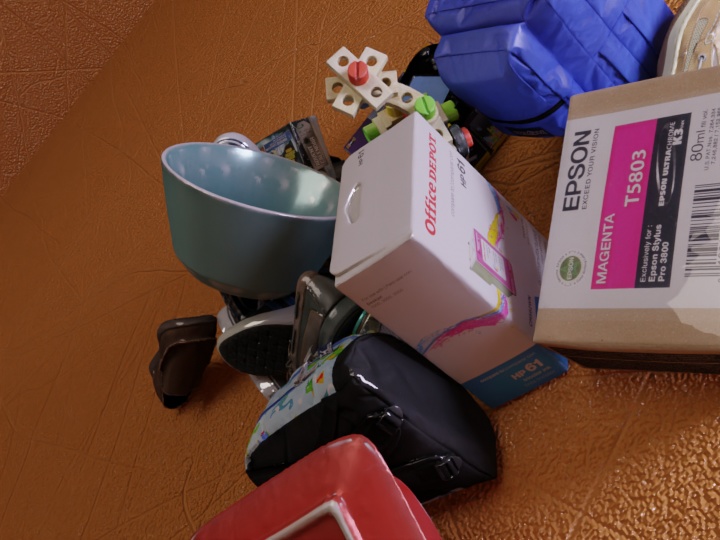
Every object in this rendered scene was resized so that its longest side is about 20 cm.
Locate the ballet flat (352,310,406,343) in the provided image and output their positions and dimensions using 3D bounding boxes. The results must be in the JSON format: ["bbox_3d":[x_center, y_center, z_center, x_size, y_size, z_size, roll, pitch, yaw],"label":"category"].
[{"bbox_3d":[0.061,0.027,0.864,0.072,0.073,0.200,-27,12,37],"label":"ballet flat"}]

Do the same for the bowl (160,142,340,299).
[{"bbox_3d":[-0.107,-0.043,0.917,0.201,0.198,0.106,-128,49,-59],"label":"bowl"}]

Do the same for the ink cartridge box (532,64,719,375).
[{"bbox_3d":[0.218,-0.033,0.655,0.163,0.075,0.203,-4,71,47],"label":"ink cartridge box"}]

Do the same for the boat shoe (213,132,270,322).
[{"bbox_3d":[-0.128,-0.045,1.026,0.070,0.203,0.091,-7,24,15],"label":"boat shoe"}]

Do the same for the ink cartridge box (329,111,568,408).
[{"bbox_3d":[0.075,-0.006,0.753,0.084,0.199,0.146,-32,36,32],"label":"ink cartridge box"}]

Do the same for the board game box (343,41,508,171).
[{"bbox_3d":[0.078,-0.161,1.050,0.166,0.057,0.200,-50,30,5],"label":"board game box"}]

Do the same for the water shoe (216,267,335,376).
[{"bbox_3d":[-0.055,0.047,0.958,0.198,0.072,0.079,-21,29,20],"label":"water shoe"}]

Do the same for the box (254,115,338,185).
[{"bbox_3d":[-0.091,-0.084,1.086,0.040,0.139,0.199,-21,2,-33],"label":"box"}]

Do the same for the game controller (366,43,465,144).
[{"bbox_3d":[0.059,-0.154,0.975,0.104,0.042,0.202,7,67,55],"label":"game controller"}]

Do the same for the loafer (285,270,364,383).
[{"bbox_3d":[-0.039,0.069,0.880,0.072,0.063,0.201,-39,-19,-31],"label":"loafer"}]

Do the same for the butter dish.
[{"bbox_3d":[0.002,0.235,0.680,0.199,0.147,0.202,-36,76,26],"label":"butter dish"}]

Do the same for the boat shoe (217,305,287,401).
[{"bbox_3d":[-0.105,0.081,1.051,0.066,0.070,0.200,-44,31,1],"label":"boat shoe"}]

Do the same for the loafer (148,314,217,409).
[{"bbox_3d":[-0.211,0.114,1.132,0.200,0.072,0.072,122,136,-58],"label":"loafer"}]

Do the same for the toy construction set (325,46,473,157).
[{"bbox_3d":[0.042,-0.131,0.840,0.091,0.200,0.132,-30,71,9],"label":"toy construction set"}]

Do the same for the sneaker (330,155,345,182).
[{"bbox_3d":[-0.061,-0.107,1.186,0.090,0.067,0.199,-43,19,-14],"label":"sneaker"}]

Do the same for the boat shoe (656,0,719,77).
[{"bbox_3d":[0.282,-0.150,0.753,0.076,0.071,0.202,21,87,50],"label":"boat shoe"}]

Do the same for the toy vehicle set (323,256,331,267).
[{"bbox_3d":[0.000,0.000,1.024,0.199,0.026,0.125,2,60,55],"label":"toy vehicle set"}]

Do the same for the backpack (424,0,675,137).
[{"bbox_3d":[0.169,-0.200,0.824,0.162,0.199,0.170,18,83,53],"label":"backpack"}]

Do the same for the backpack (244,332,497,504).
[{"bbox_3d":[-0.008,0.140,0.785,0.200,0.162,0.155,-44,22,29],"label":"backpack"}]
